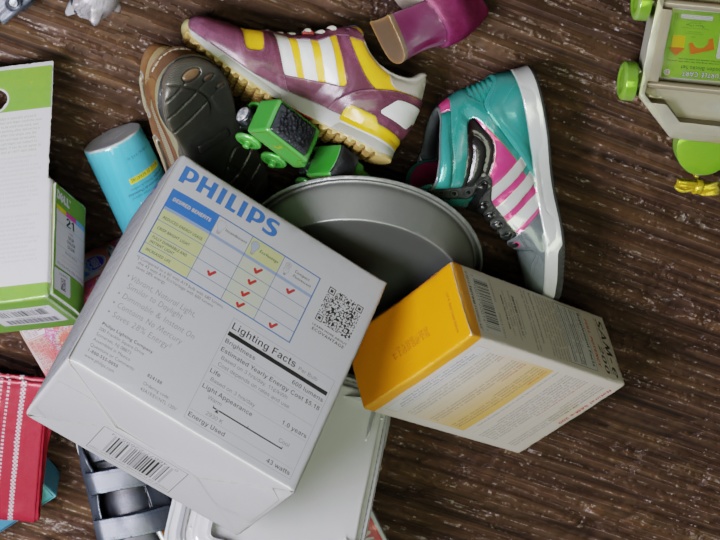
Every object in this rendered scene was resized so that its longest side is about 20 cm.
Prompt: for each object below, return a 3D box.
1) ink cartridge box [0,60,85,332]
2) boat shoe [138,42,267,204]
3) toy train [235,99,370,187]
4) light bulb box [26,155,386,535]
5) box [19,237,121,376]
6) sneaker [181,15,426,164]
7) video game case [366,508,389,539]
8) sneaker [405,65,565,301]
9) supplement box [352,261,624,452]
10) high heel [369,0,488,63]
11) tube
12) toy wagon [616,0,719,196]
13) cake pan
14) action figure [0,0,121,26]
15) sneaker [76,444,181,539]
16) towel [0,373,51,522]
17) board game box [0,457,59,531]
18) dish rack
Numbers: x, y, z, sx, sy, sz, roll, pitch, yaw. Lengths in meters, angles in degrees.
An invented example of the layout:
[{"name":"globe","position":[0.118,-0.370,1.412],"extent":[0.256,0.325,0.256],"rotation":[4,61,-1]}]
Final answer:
[{"name":"ink cartridge box","position":[-0.299,-0.055,1.522],"extent":[0.147,0.076,0.201],"rotation":[-6,71,13]},{"name":"boat shoe","position":[-0.130,-0.103,1.539],"extent":[0.076,0.074,0.200],"rotation":[-29,135,-20]},{"name":"toy train","position":[-0.020,-0.077,1.533],"extent":[0.200,0.056,0.042],"rotation":[36,67,-36]},{"name":"light bulb box","position":[-0.116,0.059,1.459],"extent":[0.198,0.200,0.125],"rotation":[32,147,-11]},{"name":"box","position":[-0.198,0.089,1.600],"extent":[0.094,0.103,0.200],"rotation":[-24,112,7]},{"name":"sneaker","position":[-0.045,-0.166,1.523],"extent":[0.200,0.075,0.090],"rotation":[29,81,-6]},{"name":"video game case","position":[-0.089,0.228,1.633],"extent":[0.200,0.017,0.143],"rotation":[-26,109,2]},{"name":"sneaker","position":[0.099,-0.060,1.561],"extent":[0.120,0.084,0.201],"rotation":[-11,106,-4]},{"name":"supplement box","position":[0.104,0.075,1.566],"extent":[0.126,0.074,0.200],"rotation":[-36,143,31]},{"name":"high heel","position":[0.032,-0.269,1.494],"extent":[0.096,0.067,0.200],"rotation":[-29,100,-28]},{"name":"tube","position":[-0.165,-0.024,1.579],"extent":[0.077,0.050,0.200],"rotation":[-39,116,-31]},{"name":"toy wagon","position":[0.289,-0.160,1.556],"extent":[0.155,0.040,0.201],"rotation":[5,114,-5]},{"name":"cake pan","position":[0.000,0.000,1.559],"extent":[0.200,0.037,0.201],"rotation":[4,142,3]},{"name":"action figure","position":[-0.266,-0.254,1.450],"extent":[0.193,0.105,0.200],"rotation":[42,102,-8]},{"name":"sneaker","position":[-0.183,0.191,1.551],"extent":[0.078,0.079,0.200],"rotation":[-14,113,3]},{"name":"towel","position":[-0.362,0.141,1.606],"extent":[0.199,0.023,0.145],"rotation":[7,115,-5]},{"name":"board game box","position":[-0.382,0.153,1.647],"extent":[0.151,0.047,0.200],"rotation":[-33,111,10]},{"name":"dish rack","position":[-0.060,0.164,1.554],"extent":[0.171,0.044,0.201],"rotation":[18,71,-18]}]
